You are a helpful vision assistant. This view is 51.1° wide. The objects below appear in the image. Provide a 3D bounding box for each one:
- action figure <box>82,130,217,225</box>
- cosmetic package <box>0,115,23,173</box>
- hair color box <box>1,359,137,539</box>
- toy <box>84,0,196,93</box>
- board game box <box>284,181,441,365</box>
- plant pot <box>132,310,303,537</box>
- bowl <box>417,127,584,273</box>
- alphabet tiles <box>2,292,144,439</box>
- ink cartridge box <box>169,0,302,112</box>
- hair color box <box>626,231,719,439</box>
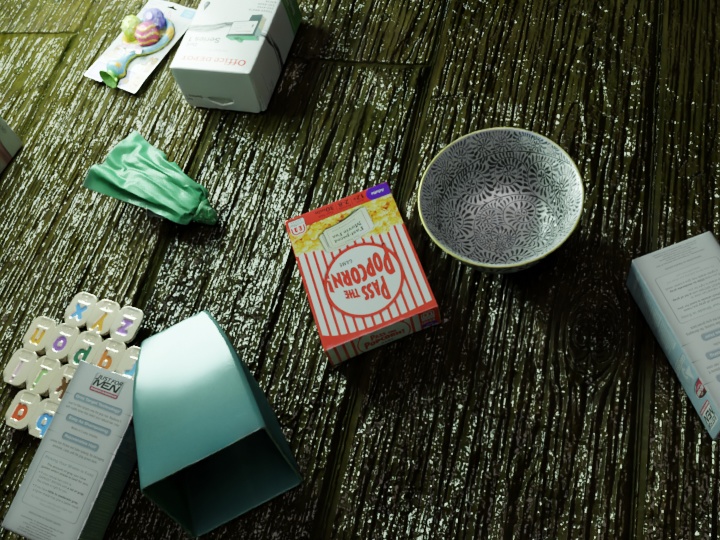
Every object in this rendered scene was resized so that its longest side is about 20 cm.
[{"bbox_3d":[-0.287,-0.116,1.088,0.197,0.055,0.119,28,68,17],"label":"action figure"},{"bbox_3d":[-0.629,-0.159,1.158,0.086,0.104,0.203,18,67,19],"label":"cosmetic package"},{"bbox_3d":[-0.323,0.221,0.887,0.097,0.061,0.204,15,70,14],"label":"hair color box"},{"bbox_3d":[-0.372,-0.396,1.269,0.113,0.047,0.203,20,67,20],"label":"toy"},{"bbox_3d":[0.000,0.000,0.964,0.148,0.047,0.203,-21,59,0],"label":"board game box"},{"bbox_3d":[-0.175,0.159,0.861,0.139,0.142,0.202,-25,51,-3],"label":"plant pot"},{"bbox_3d":[0.174,-0.069,0.938,0.195,0.095,0.205,-6,60,9],"label":"bowl"},{"bbox_3d":[-0.372,0.128,0.989,0.196,0.015,0.199,14,64,19],"label":"alphabet tiles"},{"bbox_3d":[-0.193,-0.359,1.188,0.143,0.085,0.204,7,62,16],"label":"ink cartridge box"},{"bbox_3d":[0.385,0.067,0.826,0.097,0.061,0.203,-19,58,1],"label":"hair color box"}]
